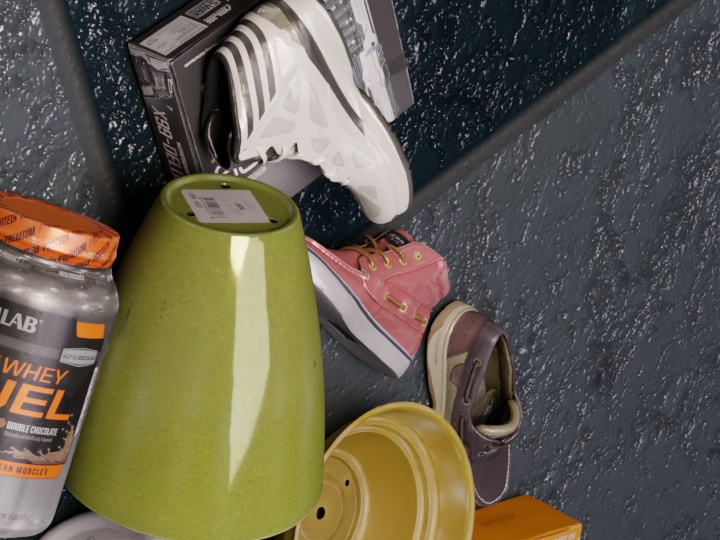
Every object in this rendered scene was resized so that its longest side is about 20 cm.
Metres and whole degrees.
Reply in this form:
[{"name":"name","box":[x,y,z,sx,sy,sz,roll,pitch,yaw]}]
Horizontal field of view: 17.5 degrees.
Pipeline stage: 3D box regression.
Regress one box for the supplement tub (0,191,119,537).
[{"name":"supplement tub","box":[-0.228,0.058,1.490,0.122,0.122,0.202,9,101,-48]}]

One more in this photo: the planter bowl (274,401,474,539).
[{"name":"planter bowl","box":[-0.007,0.195,1.809,0.199,0.083,0.202,-10,104,-44]}]

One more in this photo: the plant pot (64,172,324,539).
[{"name":"plant pot","box":[-0.101,0.046,1.551,0.186,0.187,0.202,-16,127,-42]}]

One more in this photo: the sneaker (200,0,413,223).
[{"name":"sneaker","box":[-0.046,-0.089,1.589,0.115,0.076,0.201,-40,126,-15]}]

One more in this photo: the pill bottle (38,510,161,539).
[{"name":"pill bottle","box":[-0.166,0.275,1.670,0.109,0.108,0.201,-39,132,-27]}]

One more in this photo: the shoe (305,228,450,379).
[{"name":"shoe","box":[0.000,0.000,1.751,0.091,0.071,0.200,-58,144,-11]}]

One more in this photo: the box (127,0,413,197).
[{"name":"box","box":[-0.058,-0.136,1.633,0.200,0.050,0.159,-38,132,-29]}]

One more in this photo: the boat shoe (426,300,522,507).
[{"name":"boat shoe","box":[0.099,0.119,1.911,0.072,0.065,0.201,-33,130,-34]}]

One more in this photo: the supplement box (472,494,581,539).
[{"name":"supplement box","box":[0.112,0.307,2.008,0.125,0.073,0.202,-12,117,-43]}]
